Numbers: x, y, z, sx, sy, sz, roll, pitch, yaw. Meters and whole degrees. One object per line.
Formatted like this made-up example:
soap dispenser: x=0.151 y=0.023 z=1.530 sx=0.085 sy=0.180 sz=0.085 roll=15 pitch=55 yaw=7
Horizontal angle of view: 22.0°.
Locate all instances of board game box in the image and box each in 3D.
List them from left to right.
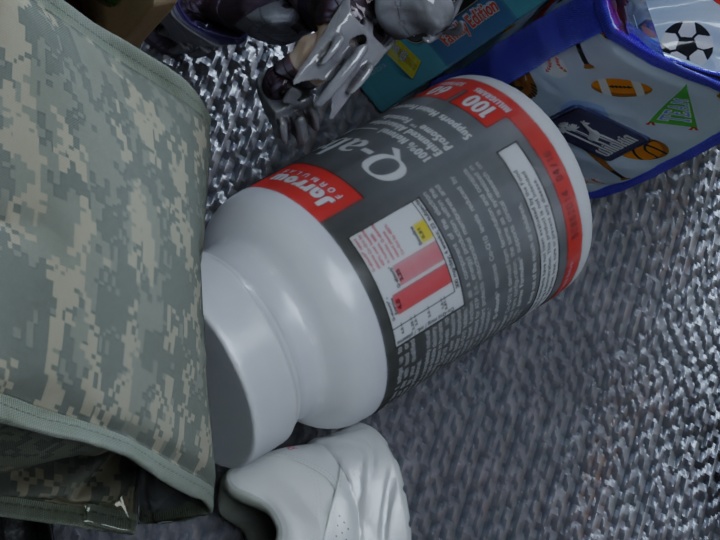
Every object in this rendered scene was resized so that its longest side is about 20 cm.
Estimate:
board game box: x=0.086 y=-0.166 z=0.875 sx=0.047 sy=0.200 sz=0.151 roll=49 pitch=60 yaw=-8

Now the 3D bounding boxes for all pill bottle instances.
pill bottle: x=0.000 y=0.000 z=0.834 sx=0.199 sy=0.116 sz=0.117 roll=-30 pitch=91 yaw=-31

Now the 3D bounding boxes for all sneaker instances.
sneaker: x=-0.019 y=0.172 z=0.810 sx=0.098 sy=0.078 sz=0.202 roll=-7 pitch=71 yaw=-22

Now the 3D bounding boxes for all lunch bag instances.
lunch bag: x=-0.120 y=0.001 z=0.667 sx=0.200 sy=0.117 sz=0.166 roll=32 pitch=51 yaw=-60
lunch bag: x=0.150 y=-0.114 z=0.914 sx=0.199 sy=0.170 sz=0.125 roll=-14 pitch=84 yaw=-31

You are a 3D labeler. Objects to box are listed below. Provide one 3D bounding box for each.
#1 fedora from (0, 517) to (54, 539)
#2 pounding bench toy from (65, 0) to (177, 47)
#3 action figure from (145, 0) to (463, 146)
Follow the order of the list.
fedora: x=-0.198 y=0.099 z=0.716 sx=0.199 sy=0.091 sz=0.203 roll=8 pitch=73 yaw=-25
pounding bench toy: x=-0.153 y=-0.145 z=0.746 sx=0.155 sy=0.200 sz=0.125 roll=-19 pitch=85 yaw=-29
action figure: x=-0.020 y=-0.120 z=0.808 sx=0.130 sy=0.199 sz=0.070 roll=-47 pitch=126 yaw=-21
